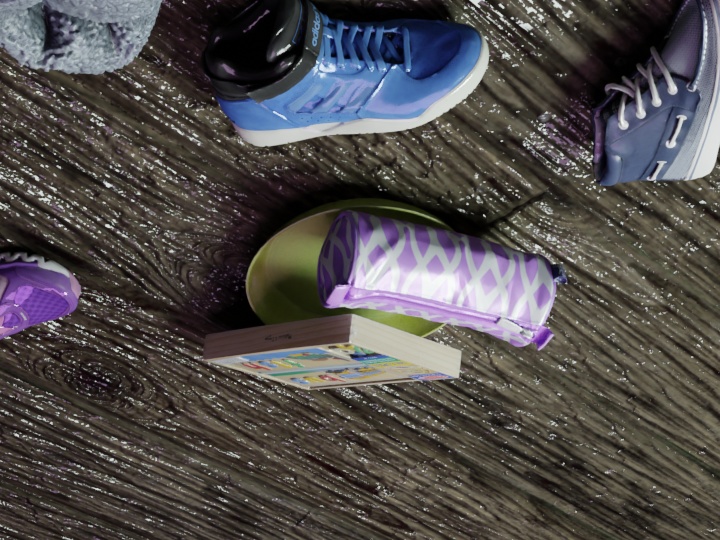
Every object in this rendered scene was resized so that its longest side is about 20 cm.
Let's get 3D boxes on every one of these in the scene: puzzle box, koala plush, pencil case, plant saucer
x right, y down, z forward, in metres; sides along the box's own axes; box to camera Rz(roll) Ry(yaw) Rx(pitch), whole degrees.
[{"bbox_3d":[-0.027,0.074,1.294,0.132,0.026,0.199,19,161,-39],"label":"puzzle box"},{"bbox_3d":[-0.131,-0.221,0.886,0.198,0.179,0.184,-21,151,19],"label":"koala plush"},{"bbox_3d":[0.063,0.011,1.204,0.198,0.086,0.084,12,140,-18],"label":"pencil case"},{"bbox_3d":[0.000,0.000,1.276,0.198,0.031,0.201,-3,142,-2],"label":"plant saucer"}]

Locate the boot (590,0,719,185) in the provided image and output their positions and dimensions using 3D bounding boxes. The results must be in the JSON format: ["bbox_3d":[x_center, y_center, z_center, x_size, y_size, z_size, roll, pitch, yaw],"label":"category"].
[{"bbox_3d":[0.223,-0.132,1.098,0.089,0.073,0.201,-9,143,-4],"label":"boot"}]

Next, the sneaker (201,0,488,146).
[{"bbox_3d":[-0.015,-0.152,1.044,0.198,0.078,0.111,-9,152,15],"label":"sneaker"}]

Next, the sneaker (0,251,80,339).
[{"bbox_3d":[-0.333,0.045,1.250,0.198,0.089,0.081,-9,140,4],"label":"sneaker"}]
